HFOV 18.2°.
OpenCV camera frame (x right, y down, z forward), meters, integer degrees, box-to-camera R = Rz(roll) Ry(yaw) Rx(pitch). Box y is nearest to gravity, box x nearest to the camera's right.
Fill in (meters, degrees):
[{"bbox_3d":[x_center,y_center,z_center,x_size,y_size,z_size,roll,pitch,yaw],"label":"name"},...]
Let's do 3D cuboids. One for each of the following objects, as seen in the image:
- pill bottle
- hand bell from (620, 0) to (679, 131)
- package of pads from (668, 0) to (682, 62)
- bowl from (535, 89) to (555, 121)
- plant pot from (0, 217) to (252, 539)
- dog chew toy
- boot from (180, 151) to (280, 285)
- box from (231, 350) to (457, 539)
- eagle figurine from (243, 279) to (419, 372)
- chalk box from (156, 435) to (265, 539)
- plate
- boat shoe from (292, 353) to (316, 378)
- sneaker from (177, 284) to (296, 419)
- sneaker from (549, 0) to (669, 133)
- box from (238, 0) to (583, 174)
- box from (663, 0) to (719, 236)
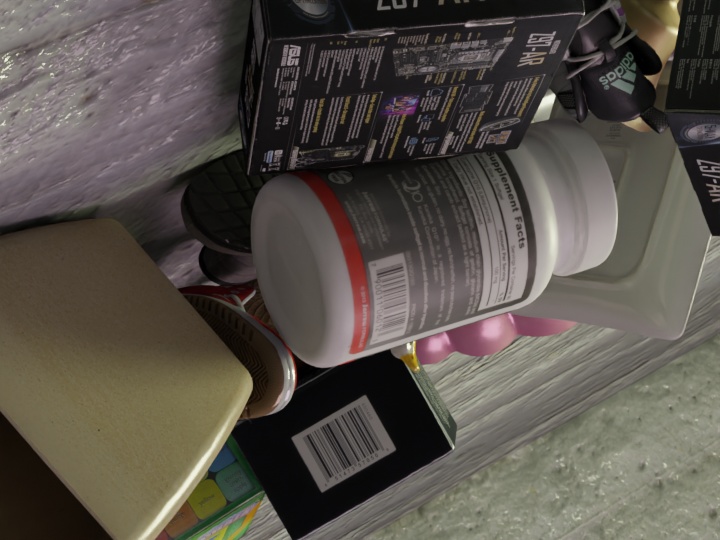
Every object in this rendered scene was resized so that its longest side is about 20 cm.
[{"bbox_3d":[0.045,-0.022,1.334,0.199,0.116,0.116,-16,162,-24],"label":"pill bottle"},{"bbox_3d":[0.216,-0.200,1.491,0.200,0.104,0.104,-50,163,20],"label":"hand bell"},{"bbox_3d":[0.256,-0.185,1.633,0.120,0.076,0.200,-27,167,-29],"label":"package of pads"},{"bbox_3d":[0.118,-0.053,1.763,0.200,0.091,0.201,-33,168,-8],"label":"bowl"},{"bbox_3d":[-0.183,0.086,1.292,0.177,0.200,0.200,-39,176,-45],"label":"plant pot"},{"bbox_3d":[0.109,0.018,1.976,0.199,0.125,0.125,-26,169,0],"label":"dog chew toy"},{"bbox_3d":[-0.065,-0.025,1.447,0.199,0.070,0.131,-12,163,-48],"label":"boot"},{"bbox_3d":[-0.010,0.127,1.816,0.148,0.107,0.200,-30,179,2],"label":"box"},{"bbox_3d":[0.003,0.005,1.598,0.199,0.151,0.152,2,121,-40],"label":"eagle figurine"},{"bbox_3d":[-0.161,0.174,1.839,0.124,0.124,0.200,-30,168,-18],"label":"chalk box"},{"bbox_3d":[0.177,-0.060,1.583,0.032,0.201,0.199,21,173,-33],"label":"plate"},{"bbox_3d":[-0.050,0.051,1.772,0.068,0.072,0.200,-28,167,-29],"label":"boat shoe"},{"bbox_3d":[-0.083,0.048,1.412,0.112,0.072,0.199,4,-172,-44],"label":"sneaker"},{"bbox_3d":[0.139,-0.141,1.320,0.077,0.140,0.200,-33,169,1],"label":"sneaker"},{"bbox_3d":[0.020,-0.109,1.186,0.159,0.044,0.200,-6,164,-7],"label":"box"},{"bbox_3d":[0.237,-0.144,1.386,0.043,0.201,0.160,3,155,21],"label":"box"}]
